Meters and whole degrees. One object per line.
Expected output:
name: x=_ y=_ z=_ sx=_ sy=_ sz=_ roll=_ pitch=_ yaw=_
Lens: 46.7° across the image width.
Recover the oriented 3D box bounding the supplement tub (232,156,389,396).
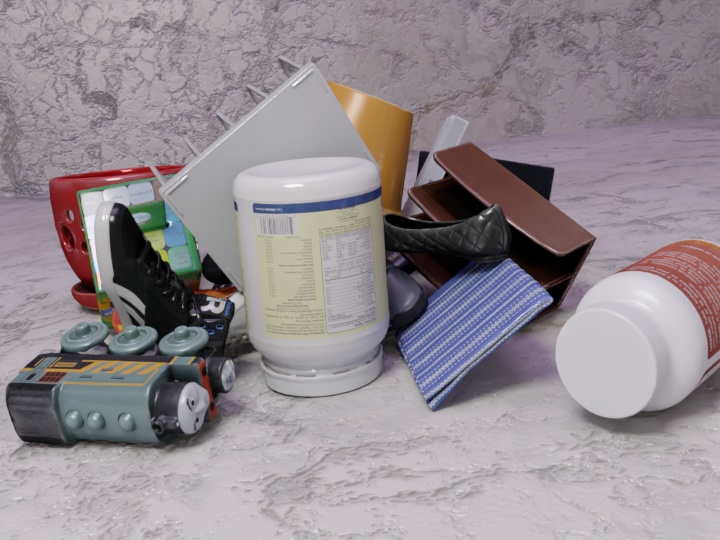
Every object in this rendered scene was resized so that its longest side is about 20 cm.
supplement tub: x=-0.044 y=0.002 z=0.803 sx=0.141 sy=0.205 sz=0.145 roll=-4 pitch=15 yaw=1

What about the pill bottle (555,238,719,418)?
pill bottle: x=0.246 y=0.047 z=0.695 sx=0.111 sy=0.115 sz=0.198 roll=7 pitch=17 yaw=42

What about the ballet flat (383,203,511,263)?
ballet flat: x=0.074 y=-0.047 z=0.875 sx=0.197 sy=0.058 sz=0.066 roll=8 pitch=21 yaw=41

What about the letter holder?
letter holder: x=0.136 y=-0.040 z=0.941 sx=0.140 sy=0.102 sz=0.200 roll=-19 pitch=51 yaw=-42

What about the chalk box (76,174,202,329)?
chalk box: x=-0.259 y=-0.026 z=0.982 sx=0.122 sy=0.127 sz=0.200 roll=-12 pitch=-14 yaw=-17

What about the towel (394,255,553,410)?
towel: x=0.101 y=0.048 z=0.800 sx=0.144 sy=0.024 sz=0.200 roll=-42 pitch=14 yaw=5

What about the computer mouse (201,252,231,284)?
computer mouse: x=-0.099 y=-0.024 z=0.936 sx=0.196 sy=0.034 sz=0.059 roll=-15 pitch=39 yaw=30

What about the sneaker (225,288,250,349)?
sneaker: x=-0.103 y=0.054 z=0.919 sx=0.199 sy=0.085 sz=0.073 roll=-36 pitch=-2 yaw=-24

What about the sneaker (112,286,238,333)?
sneaker: x=-0.189 y=0.056 z=0.974 sx=0.195 sy=0.075 sz=0.077 roll=-2 pitch=-3 yaw=-20

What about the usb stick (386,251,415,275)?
usb stick: x=0.046 y=-0.007 z=1.042 sx=0.198 sy=0.033 sz=0.055 roll=-35 pitch=24 yaw=-19

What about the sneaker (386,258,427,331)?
sneaker: x=0.000 y=0.000 z=0.924 sx=0.074 sy=0.088 sz=0.199 roll=-38 pitch=27 yaw=-12

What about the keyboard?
keyboard: x=0.090 y=-0.114 z=1.135 sx=0.010 sy=0.203 sz=0.056 roll=19 pitch=12 yaw=-30

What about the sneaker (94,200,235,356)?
sneaker: x=-0.178 y=0.019 z=0.802 sx=0.109 sy=0.204 sz=0.074 roll=-5 pitch=34 yaw=3

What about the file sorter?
file sorter: x=-0.109 y=-0.112 z=0.898 sx=0.199 sy=0.140 sz=0.124 roll=-41 pitch=32 yaw=-6

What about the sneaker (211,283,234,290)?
sneaker: x=-0.122 y=0.021 z=1.070 sx=0.197 sy=0.081 sz=0.075 roll=-15 pitch=41 yaw=39

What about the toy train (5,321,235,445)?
toy train: x=-0.210 y=0.104 z=0.734 sx=0.195 sy=0.087 sz=0.114 roll=1 pitch=26 yaw=17

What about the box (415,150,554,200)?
box: x=0.157 y=-0.078 z=1.142 sx=0.105 sy=0.152 sz=0.199 roll=5 pitch=8 yaw=-25

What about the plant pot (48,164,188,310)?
plant pot: x=-0.326 y=-0.050 z=1.183 sx=0.195 sy=0.187 sz=0.201 roll=-5 pitch=13 yaw=1

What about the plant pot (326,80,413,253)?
plant pot: x=-0.017 y=-0.139 z=1.100 sx=0.196 sy=0.187 sz=0.200 roll=19 pitch=10 yaw=-3
